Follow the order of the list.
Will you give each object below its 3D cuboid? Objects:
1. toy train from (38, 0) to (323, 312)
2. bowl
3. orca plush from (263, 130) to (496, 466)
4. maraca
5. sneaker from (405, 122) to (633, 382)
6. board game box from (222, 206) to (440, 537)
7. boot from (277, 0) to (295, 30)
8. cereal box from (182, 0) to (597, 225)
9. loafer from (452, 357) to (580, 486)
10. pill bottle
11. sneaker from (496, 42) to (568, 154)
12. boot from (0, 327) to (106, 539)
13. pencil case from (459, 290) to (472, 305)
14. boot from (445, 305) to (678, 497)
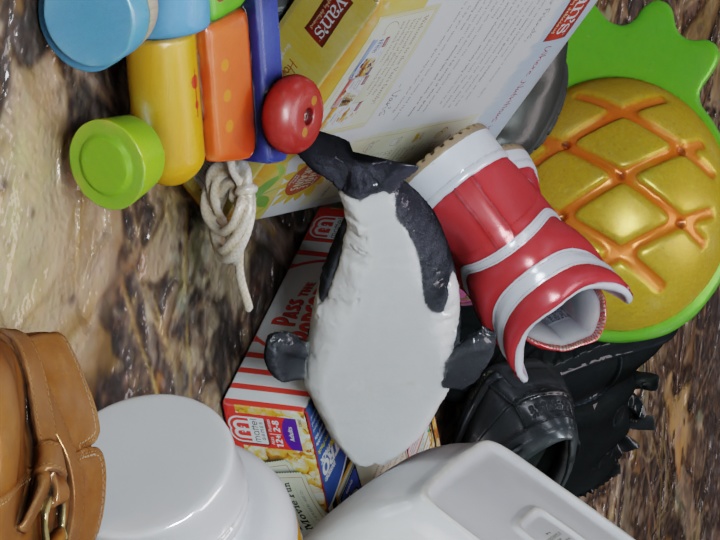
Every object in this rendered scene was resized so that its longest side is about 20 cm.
[{"bbox_3d":[-0.078,-0.054,1.253,0.116,0.084,0.201,-36,129,-52],"label":"toy train"},{"bbox_3d":[0.076,0.155,1.406,0.075,0.199,0.200,-57,169,17],"label":"bowl"},{"bbox_3d":[0.000,0.000,1.375,0.200,0.105,0.071,67,11,-45],"label":"orca plush"},{"bbox_3d":[0.143,-0.057,1.666,0.107,0.136,0.201,101,-8,-73],"label":"maraca"},{"bbox_3d":[0.078,-0.004,1.445,0.113,0.071,0.200,52,6,9],"label":"sneaker"},{"bbox_3d":[-0.008,0.093,1.528,0.152,0.046,0.201,-64,151,-45],"label":"board game box"},{"bbox_3d":[-0.027,-0.144,1.397,0.132,0.069,0.200,83,28,-53],"label":"boot"},{"bbox_3d":[0.021,-0.093,1.384,0.200,0.040,0.144,-14,147,-53],"label":"cereal box"},{"bbox_3d":[0.072,0.137,1.659,0.071,0.068,0.201,63,-35,40],"label":"loafer"},{"bbox_3d":[-0.071,0.147,1.268,0.201,0.109,0.110,75,27,-44],"label":"pill bottle"},{"bbox_3d":[0.081,-0.153,1.535,0.091,0.076,0.201,89,13,-74],"label":"sneaker"},{"bbox_3d":[-0.142,0.119,1.111,0.155,0.073,0.201,-15,109,-71],"label":"boot"},{"bbox_3d":[0.051,-0.079,1.605,0.087,0.082,0.201,42,56,-58],"label":"pencil case"},{"bbox_3d":[0.091,0.075,1.736,0.074,0.197,0.163,60,-34,31],"label":"boot"}]
